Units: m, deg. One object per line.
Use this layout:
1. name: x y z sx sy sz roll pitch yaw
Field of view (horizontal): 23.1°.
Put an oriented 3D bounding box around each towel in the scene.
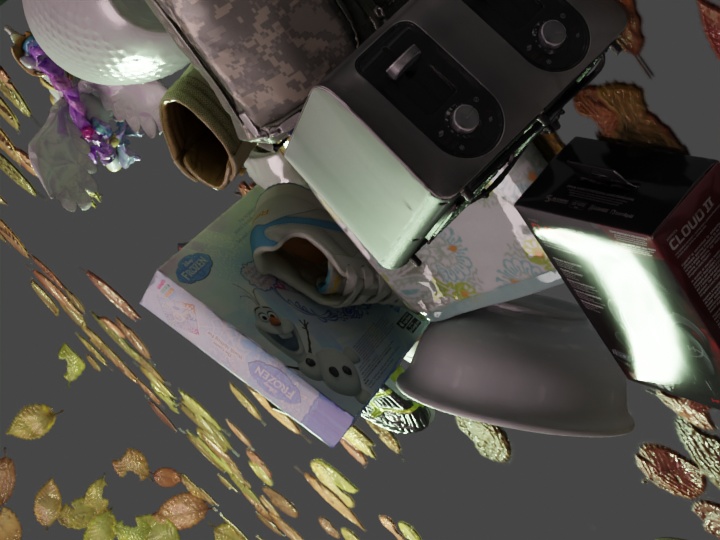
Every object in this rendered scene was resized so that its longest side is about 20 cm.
1. towel: 0.068 -0.048 1.353 0.199 0.048 0.172 -20 117 44

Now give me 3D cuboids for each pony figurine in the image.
1. pony figurine: -0.294 -0.170 1.881 0.193 0.166 0.200 48 179 13

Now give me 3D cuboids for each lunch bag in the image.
1. lunch bag: -0.069 -0.206 1.210 0.200 0.168 0.139 52 161 -26

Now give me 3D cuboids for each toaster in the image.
1. toaster: 0.058 -0.108 1.135 0.119 0.181 0.200 45 162 4

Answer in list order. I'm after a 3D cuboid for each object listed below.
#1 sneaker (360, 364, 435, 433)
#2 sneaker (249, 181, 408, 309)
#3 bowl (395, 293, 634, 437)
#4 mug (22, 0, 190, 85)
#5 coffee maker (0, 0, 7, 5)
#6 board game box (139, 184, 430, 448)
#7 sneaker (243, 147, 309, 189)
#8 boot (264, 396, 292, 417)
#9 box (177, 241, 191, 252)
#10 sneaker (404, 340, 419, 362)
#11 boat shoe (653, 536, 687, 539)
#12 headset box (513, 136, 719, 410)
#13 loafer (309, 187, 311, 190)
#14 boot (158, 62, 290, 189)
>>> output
1. sneaker: -0.006 0.064 1.573 0.200 0.076 0.076 41 148 9
2. sneaker: 0.000 0.000 1.472 0.198 0.081 0.077 19 130 -8
3. bowl: 0.134 0.068 1.444 0.199 0.091 0.201 10 -174 -1
4. mug: -0.165 -0.242 1.333 0.146 0.202 0.175 15 179 -20
5. coffee maker: -0.376 -0.285 1.671 0.192 0.200 0.135 46 165 0
6. board game box: -0.056 0.033 1.481 0.198 0.200 0.044 37 122 4
7. sneaker: -0.077 -0.086 1.693 0.116 0.073 0.200 62 162 -11
8. boot: 0.016 0.086 1.628 0.186 0.200 0.064 38 164 20
9. box: -0.080 -0.008 1.750 0.199 0.135 0.038 14 111 59
10. sneaker: -0.003 0.028 1.755 0.199 0.073 0.085 17 160 35
11. boat shoe: 0.338 0.315 1.654 0.200 0.063 0.073 27 156 44
12. headset box: 0.207 -0.002 1.204 0.148 0.077 0.200 18 150 56
13. loafer: 0.031 -0.039 1.537 0.068 0.076 0.200 20 160 50
14. boot: -0.088 -0.115 1.474 0.072 0.156 0.201 -4 134 30
